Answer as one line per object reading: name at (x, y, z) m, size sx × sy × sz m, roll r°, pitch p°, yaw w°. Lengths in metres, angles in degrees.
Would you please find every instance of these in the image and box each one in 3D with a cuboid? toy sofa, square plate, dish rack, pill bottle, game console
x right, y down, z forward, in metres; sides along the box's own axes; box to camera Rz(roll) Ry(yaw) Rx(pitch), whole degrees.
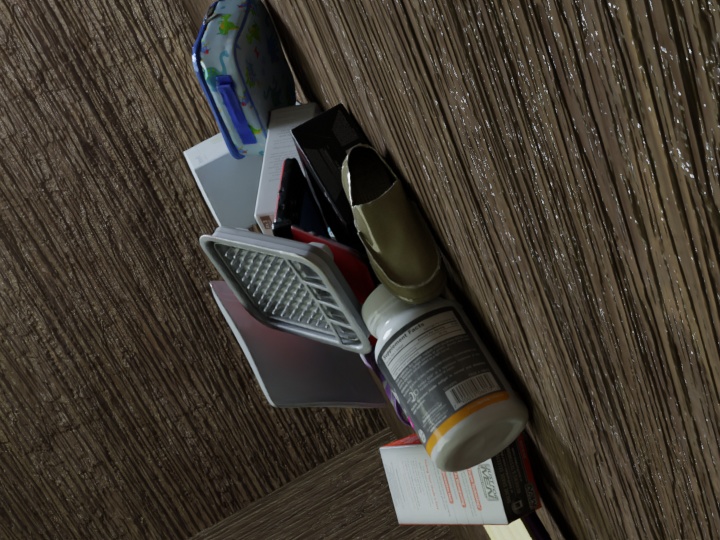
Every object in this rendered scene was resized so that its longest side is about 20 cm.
toy sofa at (0.186, 0.290, 1.485) m, size 0.098 × 0.082 × 0.201 m, roll -48°, pitch 63°, yaw 41°
square plate at (-0.081, 0.099, 1.534) m, size 0.197 × 0.029 × 0.201 m, roll 6°, pitch -137°, yaw -46°
dish rack at (-0.078, 0.014, 1.404) m, size 0.199 × 0.044 × 0.172 m, roll 12°, pitch 147°, yaw 39°
pill bottle at (0.086, 0.104, 1.311) m, size 0.201 × 0.116 × 0.117 m, roll 59°, pitch 175°, yaw 29°
game console at (-0.020, -0.017, 1.458) m, size 0.201 × 0.117 × 0.174 m, roll 68°, pitch -159°, yaw -48°

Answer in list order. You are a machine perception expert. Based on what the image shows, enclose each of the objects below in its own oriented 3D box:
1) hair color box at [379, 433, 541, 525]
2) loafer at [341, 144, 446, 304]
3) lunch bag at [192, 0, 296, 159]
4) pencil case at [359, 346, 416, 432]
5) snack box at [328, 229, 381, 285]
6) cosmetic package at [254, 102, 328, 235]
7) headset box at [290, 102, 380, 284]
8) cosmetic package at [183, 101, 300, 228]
hair color box at (0.114, 0.243, 1.441) m, size 0.199 × 0.061 × 0.103 m, roll -14°, pitch 90°, yaw 53°
loafer at (0.026, -0.053, 1.305) m, size 0.201 × 0.076 × 0.068 m, roll 60°, pitch -179°, yaw 27°
lunch bag at (-0.160, -0.265, 1.688) m, size 0.201 × 0.082 × 0.162 m, roll 68°, pitch -156°, yaw -43°
pencil case at (0.053, 0.127, 1.550) m, size 0.200 × 0.083 × 0.086 m, roll -126°, pitch 44°, yaw -69°
snack box at (0.000, 0.000, 1.635) m, size 0.037 × 0.115 × 0.200 m, roll 63°, pitch 175°, yaw -38°
cosmetic package at (-0.084, -0.119, 1.639) m, size 0.102 × 0.073 × 0.202 m, roll 65°, pitch -159°, yaw -48°
headset box at (-0.006, -0.082, 1.486) m, size 0.150 × 0.077 × 0.200 m, roll 60°, pitch 173°, yaw 26°
cosmetic package at (-0.155, -0.163, 1.883) m, size 0.124 × 0.199 × 0.199 m, roll 63°, pitch 175°, yaw -17°
